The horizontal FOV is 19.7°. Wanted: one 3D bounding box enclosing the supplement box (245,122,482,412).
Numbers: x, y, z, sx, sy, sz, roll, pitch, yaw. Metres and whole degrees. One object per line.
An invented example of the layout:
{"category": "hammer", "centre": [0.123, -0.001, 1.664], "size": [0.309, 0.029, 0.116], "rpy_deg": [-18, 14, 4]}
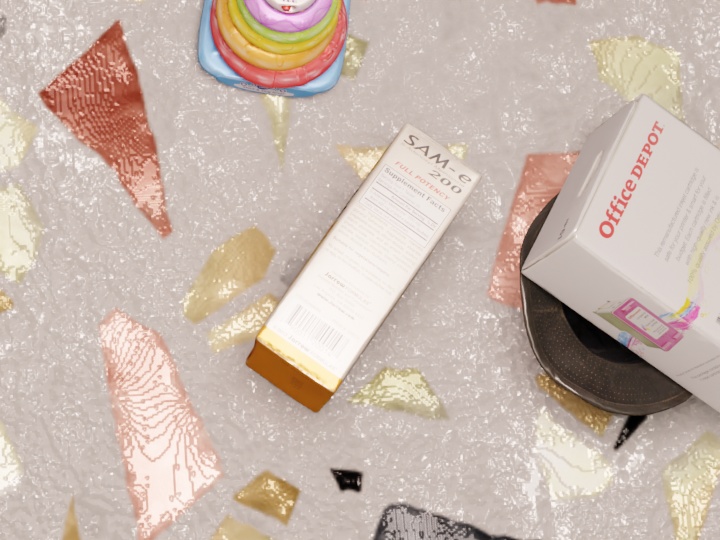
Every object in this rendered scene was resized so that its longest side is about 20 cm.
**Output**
{"category": "supplement box", "centre": [0.000, 0.000, 1.559], "size": [0.074, 0.126, 0.200], "rpy_deg": [35, 76, 1]}

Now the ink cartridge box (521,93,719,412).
{"category": "ink cartridge box", "centre": [0.240, -0.012, 1.544], "size": [0.200, 0.085, 0.145], "rpy_deg": [36, 60, -12]}

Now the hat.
{"category": "hat", "centre": [0.189, 0.025, 1.604], "size": [0.201, 0.081, 0.201], "rpy_deg": [8, 70, -24]}

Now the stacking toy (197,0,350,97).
{"category": "stacking toy", "centre": [-0.055, -0.207, 1.549], "size": [0.116, 0.200, 0.110], "rpy_deg": [9, 78, -7]}
